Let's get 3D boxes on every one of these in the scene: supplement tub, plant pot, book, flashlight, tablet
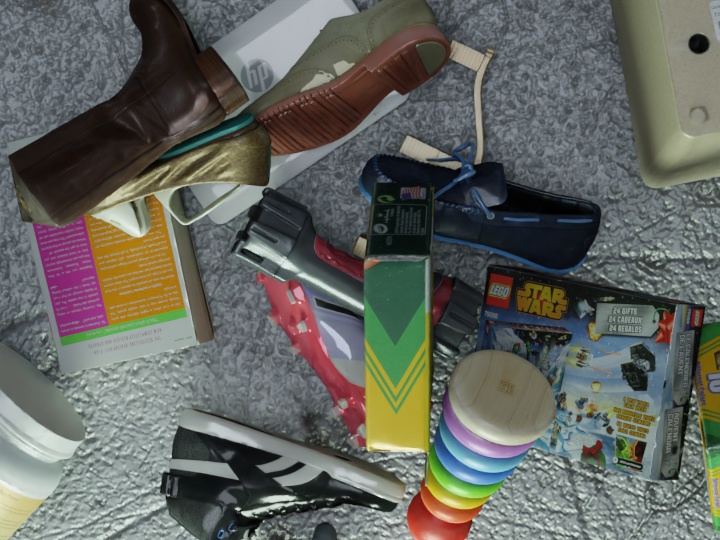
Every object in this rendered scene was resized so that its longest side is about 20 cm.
[{"bbox_3d":[-0.338,0.167,1.726,0.145,0.145,0.200,45,98,3],"label":"supplement tub"},{"bbox_3d":[0.298,-0.176,1.606,0.199,0.177,0.200,-10,92,8],"label":"plant pot"},{"bbox_3d":[-0.210,-0.024,1.748,0.133,0.048,0.200,-12,91,15],"label":"book"},{"bbox_3d":[0.000,0.000,1.684,0.200,0.068,0.068,30,116,-11],"label":"flashlight"},{"bbox_3d":[-0.073,-0.144,1.741,0.200,0.014,0.130,-34,88,8],"label":"tablet"}]

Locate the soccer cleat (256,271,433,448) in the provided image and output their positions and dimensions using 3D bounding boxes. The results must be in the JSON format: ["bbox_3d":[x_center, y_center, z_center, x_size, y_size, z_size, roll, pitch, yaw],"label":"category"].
[{"bbox_3d":[-0.016,0.052,1.726,0.076,0.067,0.200,-25,80,-27],"label":"soccer cleat"}]

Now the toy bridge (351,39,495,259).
[{"bbox_3d":[0.065,-0.091,1.717,0.067,0.027,0.200,26,96,3],"label":"toy bridge"}]

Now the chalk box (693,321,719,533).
[{"bbox_3d":[0.361,0.111,1.616,0.200,0.125,0.124,-8,49,9],"label":"chalk box"}]

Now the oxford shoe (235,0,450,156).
[{"bbox_3d":[-0.022,-0.158,1.704,0.200,0.071,0.074,-27,58,13],"label":"oxford shoe"}]

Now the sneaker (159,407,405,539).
[{"bbox_3d":[-0.068,0.193,1.727,0.200,0.073,0.112,17,91,16],"label":"sneaker"}]

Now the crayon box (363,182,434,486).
[{"bbox_3d":[0.031,0.049,1.600,0.051,0.127,0.200,0,117,3],"label":"crayon box"}]

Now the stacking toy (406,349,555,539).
[{"bbox_3d":[0.085,0.153,1.668,0.085,0.085,0.200,29,137,5],"label":"stacking toy"}]

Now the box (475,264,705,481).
[{"bbox_3d":[0.173,0.077,1.648,0.200,0.040,0.137,13,97,46],"label":"box"}]

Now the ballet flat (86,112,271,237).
[{"bbox_3d":[-0.162,-0.068,1.688,0.200,0.068,0.072,-14,107,13],"label":"ballet flat"}]

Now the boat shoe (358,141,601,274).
[{"bbox_3d":[0.097,-0.063,1.669,0.200,0.084,0.069,14,128,-23],"label":"boat shoe"}]

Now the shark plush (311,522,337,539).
[{"bbox_3d":[-0.045,0.274,1.680,0.083,0.200,0.091,9,107,-24],"label":"shark plush"}]

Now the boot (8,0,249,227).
[{"bbox_3d":[-0.211,-0.130,1.673,0.200,0.186,0.064,-36,132,-6],"label":"boot"}]
